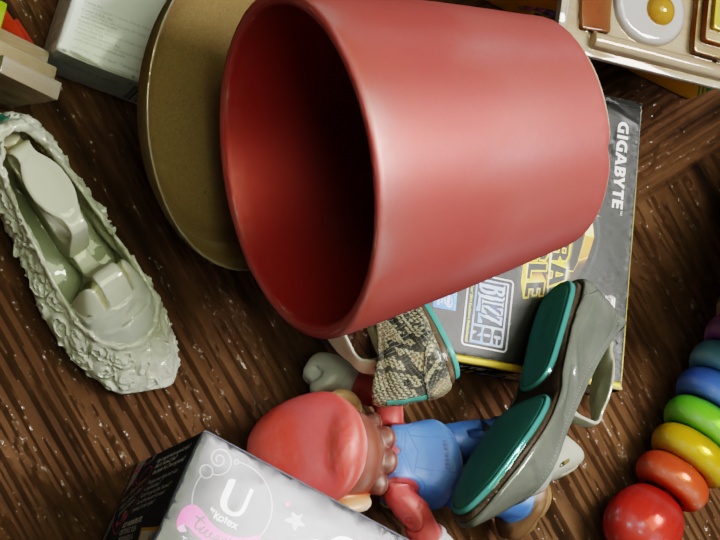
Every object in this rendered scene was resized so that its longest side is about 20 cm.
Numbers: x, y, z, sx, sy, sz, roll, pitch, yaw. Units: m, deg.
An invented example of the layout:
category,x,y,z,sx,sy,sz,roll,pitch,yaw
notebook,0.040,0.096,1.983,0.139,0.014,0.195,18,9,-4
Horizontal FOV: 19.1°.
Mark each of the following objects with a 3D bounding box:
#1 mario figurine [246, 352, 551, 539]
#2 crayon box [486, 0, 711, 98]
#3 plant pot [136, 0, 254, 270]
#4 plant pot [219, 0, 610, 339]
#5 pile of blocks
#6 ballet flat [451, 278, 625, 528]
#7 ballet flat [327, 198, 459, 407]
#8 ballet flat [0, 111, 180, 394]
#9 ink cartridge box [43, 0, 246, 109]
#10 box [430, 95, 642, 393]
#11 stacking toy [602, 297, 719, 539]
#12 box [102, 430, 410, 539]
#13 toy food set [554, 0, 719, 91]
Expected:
category,x,y,z,sx,sy,sz,roll,pitch,yaw
mario figurine,0.015,0.125,1.357,0.199,0.124,0.106,10,114,-29
crayon box,0.179,-0.193,1.447,0.199,0.119,0.058,23,74,-17
plant pot,-0.077,-0.101,1.328,0.200,0.027,0.201,-8,100,-54
plant pot,0.036,-0.071,1.254,0.177,0.200,0.201,-9,84,-29
pile of blocks,-0.272,-0.157,1.277,0.199,0.082,0.062,17,75,-18
ballet flat,0.120,0.091,1.332,0.064,0.067,0.200,40,53,-16
ballet flat,0.000,0.000,1.344,0.075,0.068,0.201,-16,57,-4
ballet flat,-0.174,-0.009,1.300,0.072,0.072,0.200,-35,95,-23
ink cartridge box,-0.123,-0.206,1.364,0.109,0.050,0.201,20,73,-18
box,0.103,-0.028,1.426,0.159,0.049,0.201,11,77,-18
stacking toy,0.230,0.110,1.438,0.085,0.085,0.200,41,73,-11
box,-0.051,0.196,1.277,0.200,0.132,0.115,31,67,-15
toy food set,0.218,-0.198,1.366,0.199,0.060,0.144,12,77,-19
